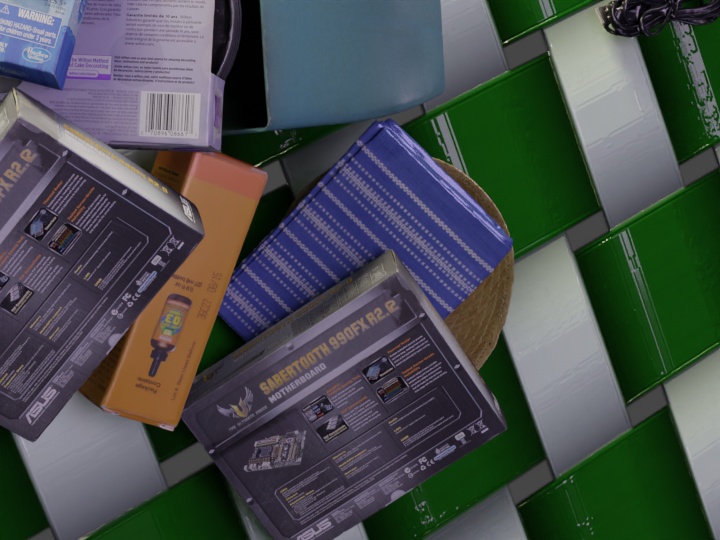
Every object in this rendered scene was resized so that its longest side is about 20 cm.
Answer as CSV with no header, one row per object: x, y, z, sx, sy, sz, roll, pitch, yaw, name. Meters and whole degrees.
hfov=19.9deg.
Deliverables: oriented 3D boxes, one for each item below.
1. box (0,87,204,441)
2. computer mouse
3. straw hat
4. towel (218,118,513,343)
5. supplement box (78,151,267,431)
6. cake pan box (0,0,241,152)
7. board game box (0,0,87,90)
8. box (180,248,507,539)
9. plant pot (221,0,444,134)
-0.228,0.000,1.386,0.158,0.048,0.200,33,106,-28,box
0.253,-0.309,1.787,0.138,0.053,0.201,-14,108,-32,computer mouse
0.025,-0.002,1.597,0.200,0.085,0.203,1,104,2,straw hat
0.000,0.000,1.546,0.145,0.024,0.200,42,103,-11,towel
-0.138,0.009,1.481,0.066,0.069,0.201,20,90,-32,supplement box
-0.184,-0.177,1.419,0.198,0.052,0.186,1,89,6,cake pan box
-0.269,-0.242,1.371,0.199,0.043,0.200,14,79,2,board game box
-0.014,0.104,1.538,0.199,0.048,0.159,-34,110,7,box
-0.039,-0.174,1.535,0.199,0.141,0.142,-6,93,-41,plant pot
